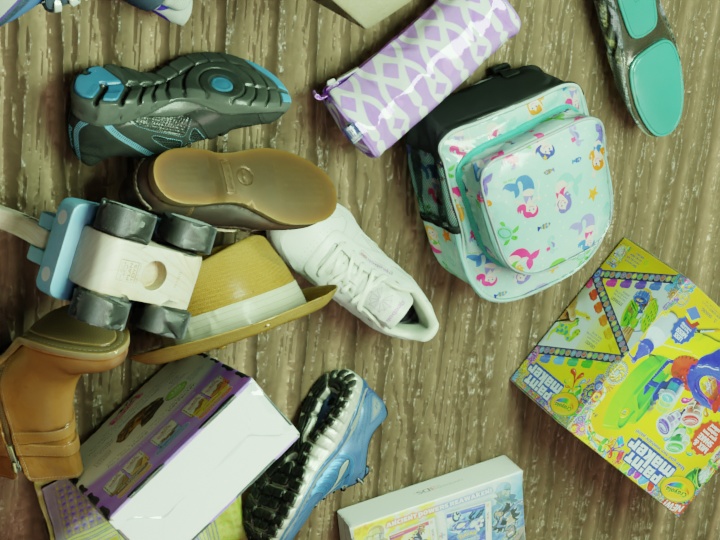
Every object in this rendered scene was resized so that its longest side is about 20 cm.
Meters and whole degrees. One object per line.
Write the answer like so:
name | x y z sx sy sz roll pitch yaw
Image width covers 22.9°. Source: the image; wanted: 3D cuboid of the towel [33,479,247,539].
towel | -0.206 0.224 1.691 0.199 0.023 0.144 -14 116 -21

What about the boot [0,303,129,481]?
boot | -0.264 0.113 1.523 0.077 0.199 0.156 -46 128 -55

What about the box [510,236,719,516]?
box | 0.301 0.110 1.840 0.200 0.122 0.193 37 93 -33

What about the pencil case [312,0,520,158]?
pencil case | 0.051 -0.190 1.613 0.200 0.084 0.086 -41 99 -7

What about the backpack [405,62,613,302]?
backpack | 0.147 -0.072 1.674 0.177 0.151 0.201 -24 125 -20

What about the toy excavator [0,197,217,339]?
toy excavator | -0.250 -0.024 1.476 0.194 0.200 0.100 13 95 -44

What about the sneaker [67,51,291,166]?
sneaker | -0.159 -0.137 1.544 0.199 0.073 0.082 -4 134 -23

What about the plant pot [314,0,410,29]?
plant pot | -0.012 -0.316 1.449 0.200 0.200 0.177 36 91 -33

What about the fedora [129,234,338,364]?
fedora | -0.119 0.020 1.571 0.200 0.201 0.082 -19 94 -19

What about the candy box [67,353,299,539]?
candy box | -0.164 0.159 1.564 0.168 0.200 0.072 -44 110 -11

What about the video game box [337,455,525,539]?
video game box | 0.078 0.305 1.855 0.199 0.047 0.183 -15 119 -21

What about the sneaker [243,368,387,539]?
sneaker | -0.036 0.199 1.729 0.089 0.078 0.200 35 88 -35

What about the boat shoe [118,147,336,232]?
boat shoe | -0.116 -0.069 1.559 0.199 0.070 0.071 8 68 -37

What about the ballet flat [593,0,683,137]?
ballet flat | 0.263 -0.224 1.709 0.072 0.072 0.201 -28 122 -14

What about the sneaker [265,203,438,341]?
sneaker | 0.000 0.000 1.653 0.200 0.100 0.075 35 94 -32

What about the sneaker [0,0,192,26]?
sneaker | -0.206 -0.234 1.459 0.200 0.081 0.146 -48 120 -8
